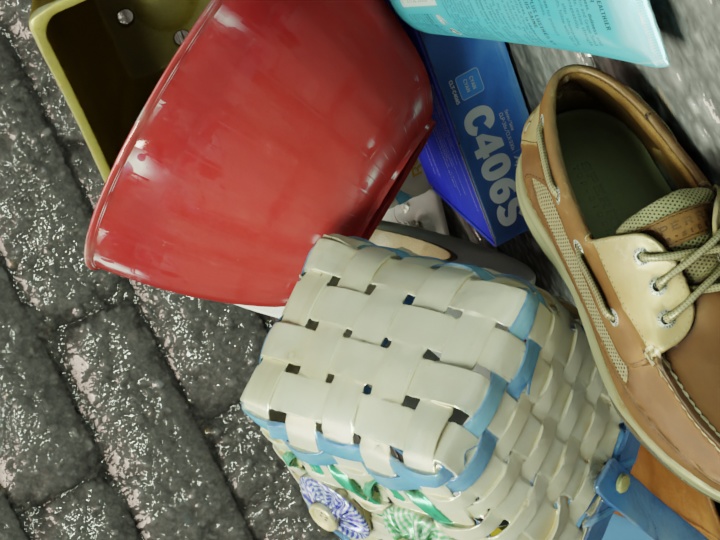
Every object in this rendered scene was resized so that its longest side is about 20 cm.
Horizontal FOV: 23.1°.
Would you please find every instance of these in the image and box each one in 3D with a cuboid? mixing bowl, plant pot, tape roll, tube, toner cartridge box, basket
[{"bbox_3d":[-0.033,-0.059,0.842,0.108,0.201,0.200,31,170,2],"label":"mixing bowl"},{"bbox_3d":[-0.134,-0.177,1.344,0.200,0.193,0.197,-119,5,-61],"label":"plant pot"},{"bbox_3d":[0.000,0.000,0.997,0.203,0.201,0.037,-142,60,-72],"label":"tape roll"},{"bbox_3d":[0.065,-0.122,0.723,0.078,0.050,0.200,61,168,-16],"label":"tube"},{"bbox_3d":[0.038,-0.119,0.898,0.095,0.043,0.201,46,161,60],"label":"toner cartridge box"},{"bbox_3d":[0.051,0.076,0.795,0.175,0.140,0.200,13,165,43],"label":"basket"}]

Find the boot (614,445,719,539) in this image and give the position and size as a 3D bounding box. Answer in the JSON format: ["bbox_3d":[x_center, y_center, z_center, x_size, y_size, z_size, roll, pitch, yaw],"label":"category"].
[{"bbox_3d":[0.168,0.135,0.902,0.200,0.068,0.190,25,135,66],"label":"boot"}]

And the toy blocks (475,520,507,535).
[{"bbox_3d":[0.096,0.187,1.079,0.100,0.198,0.138,-49,-50,-56],"label":"toy blocks"}]

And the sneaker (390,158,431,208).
[{"bbox_3d":[0.008,-0.076,1.095,0.077,0.080,0.200,62,173,-3],"label":"sneaker"}]

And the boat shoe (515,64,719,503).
[{"bbox_3d":[0.116,0.001,0.676,0.201,0.075,0.074,57,167,33],"label":"boat shoe"}]

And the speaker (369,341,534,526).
[{"bbox_3d":[0.041,0.068,1.065,0.200,0.081,0.082,41,158,49],"label":"speaker"}]

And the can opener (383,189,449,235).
[{"bbox_3d":[0.057,0.039,1.165,0.066,0.052,0.202,15,-123,-47],"label":"can opener"}]
